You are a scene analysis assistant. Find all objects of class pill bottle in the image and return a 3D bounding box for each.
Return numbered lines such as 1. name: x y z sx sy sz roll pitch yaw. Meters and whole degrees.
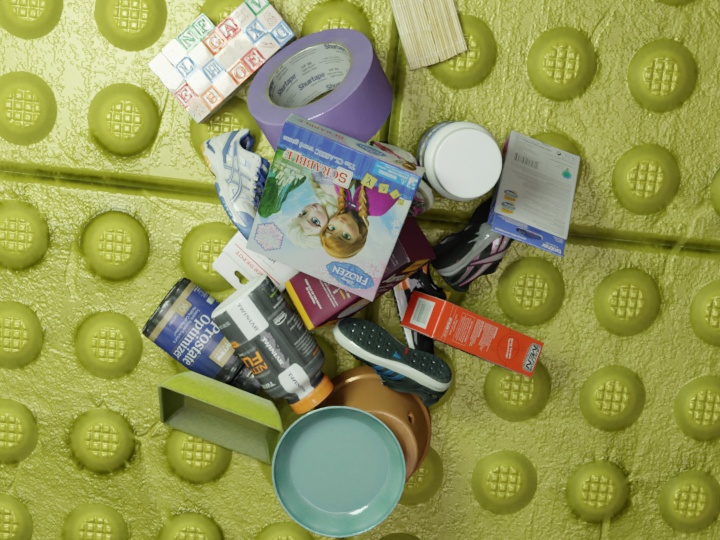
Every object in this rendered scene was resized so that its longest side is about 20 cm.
1. pill bottle: -0.123 0.115 1.380 0.106 0.106 0.201 -35 99 4
2. pill bottle: 0.145 -0.162 1.368 0.112 0.200 0.115 0 99 -2
3. pill bottle: -0.230 0.112 1.450 0.199 0.112 0.112 38 97 -6

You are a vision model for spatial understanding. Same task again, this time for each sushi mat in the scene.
1. sushi mat: 0.092 -0.416 1.422 0.095 0.012 0.202 -17 99 0

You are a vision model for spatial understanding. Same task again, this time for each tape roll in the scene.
1. tape roll: -0.058 -0.252 1.347 0.199 0.201 0.085 -29 134 4

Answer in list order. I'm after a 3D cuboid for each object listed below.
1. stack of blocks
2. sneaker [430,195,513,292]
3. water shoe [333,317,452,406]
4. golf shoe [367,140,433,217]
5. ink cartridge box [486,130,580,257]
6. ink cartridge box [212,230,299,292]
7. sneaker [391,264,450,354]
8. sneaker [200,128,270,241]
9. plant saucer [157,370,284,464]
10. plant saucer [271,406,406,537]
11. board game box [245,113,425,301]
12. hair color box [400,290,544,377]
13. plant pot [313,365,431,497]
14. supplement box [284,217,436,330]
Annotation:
1. stack of blocks: -0.208 -0.332 1.407 0.200 0.059 0.115 -40 97 5
2. sneaker: 0.202 -0.044 1.461 0.199 0.080 0.087 -34 130 -3
3. water shoe: 0.040 0.147 1.425 0.198 0.072 0.079 27 128 4
4. golf shoe: 0.054 -0.148 1.378 0.091 0.200 0.073 -28 130 -19
5. ink cartridge box: 0.260 -0.110 1.401 0.118 0.042 0.201 20 54 -4
6. ink cartridge box: -0.133 -0.040 1.449 0.115 0.068 0.200 42 96 -6
7. sneaker: 0.106 0.068 1.469 0.089 0.070 0.202 -15 97 5
8. sneaker: -0.172 -0.133 1.393 0.087 0.075 0.201 -25 64 0
9. plant saucer: -0.212 0.223 1.446 0.198 0.200 0.048 20 62 -1
10. plant saucer: -0.032 0.294 1.380 0.197 0.036 0.203 0 99 0
11. board game box: -0.037 -0.084 1.275 0.198 0.041 0.201 22 117 3
12. hair color box: 0.172 0.098 1.423 0.198 0.101 0.062 22 88 -27
13. plant pot: 0.018 0.264 1.464 0.197 0.140 0.203 0 98 0
14. supplement box: 0.000 0.000 1.399 0.199 0.110 0.086 -35 78 24
